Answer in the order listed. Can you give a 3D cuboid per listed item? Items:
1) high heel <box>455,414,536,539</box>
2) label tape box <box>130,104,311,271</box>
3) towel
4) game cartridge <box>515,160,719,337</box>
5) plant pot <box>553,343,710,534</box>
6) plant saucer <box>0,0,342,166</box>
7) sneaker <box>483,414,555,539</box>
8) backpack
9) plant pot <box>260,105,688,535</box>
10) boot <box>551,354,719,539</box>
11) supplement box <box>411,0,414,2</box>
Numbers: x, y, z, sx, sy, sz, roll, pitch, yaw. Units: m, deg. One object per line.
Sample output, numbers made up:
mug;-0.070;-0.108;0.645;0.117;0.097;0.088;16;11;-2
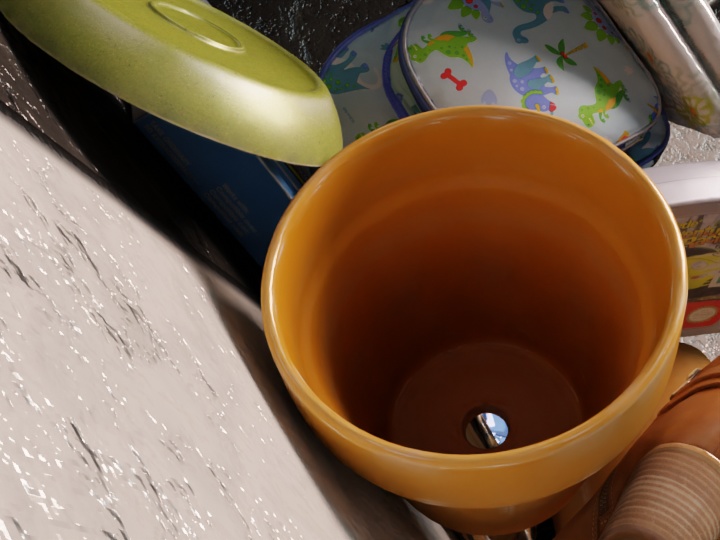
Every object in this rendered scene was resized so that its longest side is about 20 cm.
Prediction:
high heel;0.052;0.096;0.755;0.200;0.071;0.143;61;-7;-30
label tape box;-0.084;-0.075;0.771;0.143;0.066;0.200;51;9;-30
towel;0.165;-0.176;0.742;0.200;0.048;0.171;52;3;-13
game cartridge;0.190;-0.009;0.723;0.133;0.199;0.041;101;-23;-44
plant pot;0.205;0.156;0.770;0.200;0.200;0.184;48;19;-54
plant saucer;-0.092;-0.118;0.629;0.199;0.031;0.200;25;17;-8
sneaker;0.109;0.158;0.884;0.200;0.077;0.111;59;-6;-4
backpack;0.071;-0.095;0.740;0.183;0.200;0.147;55;-16;11
plant pot;0.064;0.048;0.626;0.200;0.200;0.184;55;-11;33
boot;0.153;0.129;0.627;0.074;0.155;0.200;40;-37;6
supplement box;0.085;-0.087;0.943;0.197;0.133;0.200;48;11;8
